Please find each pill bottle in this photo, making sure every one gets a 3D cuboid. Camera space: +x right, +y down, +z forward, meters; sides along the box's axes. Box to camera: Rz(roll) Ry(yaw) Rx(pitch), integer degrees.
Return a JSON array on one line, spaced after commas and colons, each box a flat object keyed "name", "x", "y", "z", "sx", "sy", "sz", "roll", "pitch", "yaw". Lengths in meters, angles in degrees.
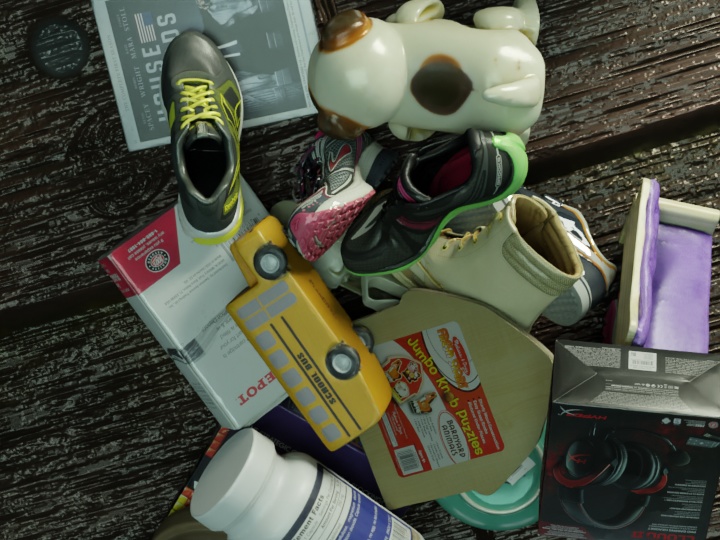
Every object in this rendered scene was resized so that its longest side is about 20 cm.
[{"name": "pill bottle", "x": -0.047, "y": 0.234, "z": 1.534, "sx": 0.200, "sy": 0.116, "sz": 0.116, "roll": 37, "pitch": 104, "yaw": -16}]

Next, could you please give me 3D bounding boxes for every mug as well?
[{"name": "mug", "x": 0.114, "y": 0.168, "z": 1.609, "sx": 0.184, "sy": 0.114, "sz": 0.153, "roll": -3, "pitch": 106, "yaw": 4}]

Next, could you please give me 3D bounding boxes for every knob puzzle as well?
[{"name": "knob puzzle", "x": 0.085, "y": 0.106, "z": 1.525, "sx": 0.219, "sy": 0.030, "sz": 0.220, "roll": 5, "pitch": 106, "yaw": 19}]

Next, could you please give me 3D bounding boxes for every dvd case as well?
[{"name": "dvd case", "x": -0.135, "y": -0.201, "z": 1.572, "sx": 0.199, "sy": 0.025, "sz": 0.151, "roll": -11, "pitch": 104, "yaw": 6}]

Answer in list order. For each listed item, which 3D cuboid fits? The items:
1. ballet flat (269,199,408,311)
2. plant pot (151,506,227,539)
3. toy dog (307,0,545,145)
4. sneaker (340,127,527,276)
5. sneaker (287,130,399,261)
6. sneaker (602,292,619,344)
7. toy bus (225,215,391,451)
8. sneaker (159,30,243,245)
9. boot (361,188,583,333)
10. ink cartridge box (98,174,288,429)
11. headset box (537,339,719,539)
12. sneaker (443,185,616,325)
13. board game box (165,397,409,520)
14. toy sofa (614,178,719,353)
[{"name": "ballet flat", "x": 0.000, "y": 0.000, "z": 1.590, "sx": 0.200, "sy": 0.069, "sz": 0.070, "roll": 26, "pitch": 105, "yaw": -3}, {"name": "plant pot", "x": -0.124, "y": 0.325, "z": 1.635, "sx": 0.200, "sy": 0.093, "sz": 0.201, "roll": 11, "pitch": 130, "yaw": 13}, {"name": "toy dog", "x": 0.053, "y": -0.162, "z": 1.490, "sx": 0.199, "sy": 0.194, "sz": 0.140, "roll": 3, "pitch": 118, "yaw": -4}, {"name": "sneaker", "x": 0.049, "y": -0.066, "z": 1.463, "sx": 0.200, "sy": 0.077, "sz": 0.084, "roll": -37, "pitch": 142, "yaw": 30}, {"name": "sneaker", "x": -0.031, "y": -0.073, "z": 1.512, "sx": 0.075, "sy": 0.200, "sz": 0.081, "roll": 38, "pitch": 115, "yaw": -4}, {"name": "sneaker", "x": 0.264, "y": 0.117, "z": 1.581, "sx": 0.088, "sy": 0.081, "sz": 0.201, "roll": 16, "pitch": 81, "yaw": -9}, {"name": "toy bus", "x": -0.050, "y": 0.053, "z": 1.500, "sx": 0.078, "sy": 0.065, "sz": 0.200, "roll": -34, "pitch": 96, "yaw": 19}, {"name": "sneaker", "x": -0.134, "y": -0.127, "z": 1.503, "sx": 0.074, "sy": 0.085, "sz": 0.201, "roll": -8, "pitch": 72, "yaw": -8}, {"name": "boot", "x": 0.098, "y": -0.027, "z": 1.520, "sx": 0.200, "sy": 0.073, "sz": 0.156, "roll": 52, "pitch": 138, "yaw": 16}, {"name": "ink cartridge box", "x": -0.122, "y": 0.026, "z": 1.570, "sx": 0.145, "sy": 0.083, "sz": 0.200, "roll": -38, "pitch": 97, "yaw": -16}, {"name": "headset box", "x": 0.230, "y": 0.159, "z": 1.458, "sx": 0.148, "sy": 0.075, "sz": 0.200, "roll": 6, "pitch": 134, "yaw": 5}, {"name": "sneaker", "x": 0.149, "y": -0.036, "z": 1.577, "sx": 0.200, "sy": 0.079, "sz": 0.079, "roll": 45, "pitch": 140, "yaw": 14}, {"name": "board game box", "x": -0.063, "y": 0.218, "z": 1.666, "sx": 0.200, "sy": 0.057, "sz": 0.166, "roll": 29, "pitch": 106, "yaw": -5}, {"name": "toy sofa", "x": 0.272, "y": 0.020, "z": 1.511, "sx": 0.083, "sy": 0.200, "sz": 0.098, "roll": 12, "pitch": 141, "yaw": 0}]
